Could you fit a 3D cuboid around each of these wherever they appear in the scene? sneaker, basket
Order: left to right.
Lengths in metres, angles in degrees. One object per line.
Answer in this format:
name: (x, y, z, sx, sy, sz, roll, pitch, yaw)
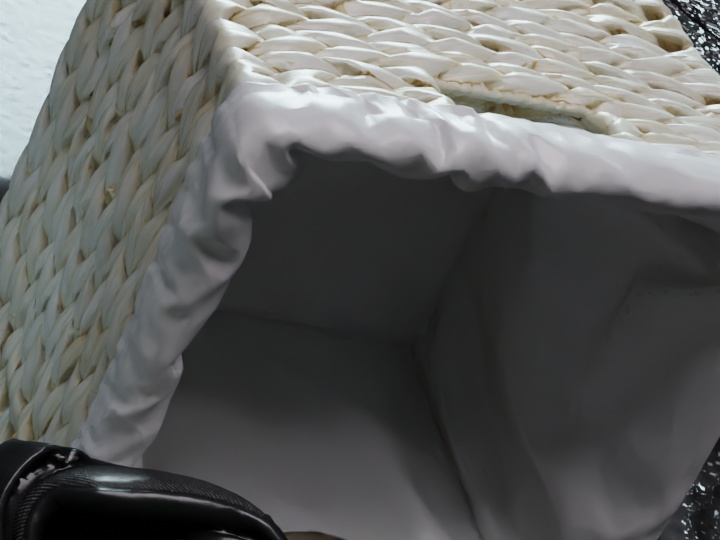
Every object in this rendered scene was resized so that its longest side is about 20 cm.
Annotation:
sneaker: (-0.028, 0.107, 0.678, 0.200, 0.112, 0.073, 29, 72, -30)
basket: (0.000, 0.000, 0.796, 0.197, 0.200, 0.161, 7, 37, -28)

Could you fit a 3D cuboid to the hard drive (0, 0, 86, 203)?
hard drive: (-0.160, -0.061, 0.907, 0.199, 0.033, 0.140, -1, 44, -36)
